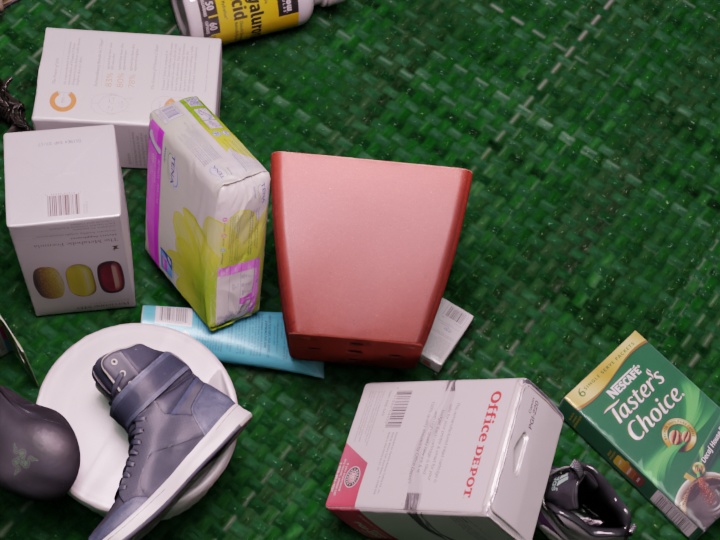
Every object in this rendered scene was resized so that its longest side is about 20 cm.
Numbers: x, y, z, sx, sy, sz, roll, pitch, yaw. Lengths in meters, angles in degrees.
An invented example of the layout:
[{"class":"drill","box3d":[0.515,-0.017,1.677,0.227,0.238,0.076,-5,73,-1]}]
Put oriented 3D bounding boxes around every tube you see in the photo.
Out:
[{"class":"tube","box3d":[-0.135,0.070,1.491,0.200,0.050,0.078,6,66,-8]}]

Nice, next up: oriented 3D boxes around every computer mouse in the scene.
[{"class":"computer mouse","box3d":[-0.351,0.166,1.344,0.200,0.053,0.139,14,92,38]}]

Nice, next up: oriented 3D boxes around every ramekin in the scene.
[{"class":"ramekin","box3d":[-0.222,0.162,1.408,0.202,0.094,0.203,2,62,-3]}]

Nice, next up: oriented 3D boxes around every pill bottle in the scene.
[{"class":"pill bottle","box3d":[-0.121,-0.337,1.661,0.200,0.111,0.111,-17,66,-12]}]

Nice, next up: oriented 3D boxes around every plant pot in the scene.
[{"class":"plant pot","box3d":[0.000,0.000,1.435,0.200,0.200,0.177,6,75,0]}]

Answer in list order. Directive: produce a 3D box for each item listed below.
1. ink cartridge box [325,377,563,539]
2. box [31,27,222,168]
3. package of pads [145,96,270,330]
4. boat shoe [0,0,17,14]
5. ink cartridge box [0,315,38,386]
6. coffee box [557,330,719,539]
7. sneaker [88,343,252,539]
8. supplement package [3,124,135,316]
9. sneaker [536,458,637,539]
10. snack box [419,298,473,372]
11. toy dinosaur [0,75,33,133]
[{"class":"ink cartridge box","box3d":[0.083,0.187,1.367,0.200,0.085,0.146,-7,53,41]},{"class":"box","box3d":[-0.260,-0.192,1.584,0.200,0.098,0.125,3,63,-3]},{"class":"package of pads","box3d":[-0.160,-0.055,1.443,0.068,0.200,0.155,-20,47,-29]},{"class":"boat shoe","box3d":[-0.447,-0.332,1.657,0.065,0.072,0.200,38,60,19]},{"class":"ink cartridge box","box3d":[-0.415,0.041,1.449,0.059,0.104,0.200,-31,70,-18]},{"class":"coffee box","box3d":[0.319,0.172,1.472,0.123,0.044,0.200,-38,72,-21]},{"class":"sneaker","box3d":[-0.218,0.161,1.304,0.146,0.077,0.202,41,57,2]},{"class":"supplement package","box3d":[-0.297,-0.048,1.449,0.113,0.200,0.110,-6,63,-6]},{"class":"sneaker","box3d":[0.186,0.211,1.388,0.200,0.140,0.078,27,64,9]},{"class":"snack box","box3d":[0.021,0.030,1.533,0.200,0.024,0.072,31,66,11]},{"class":"toy dinosaur","box3d":[-0.455,-0.175,1.568,0.135,0.102,0.200,-21,87,3]}]
